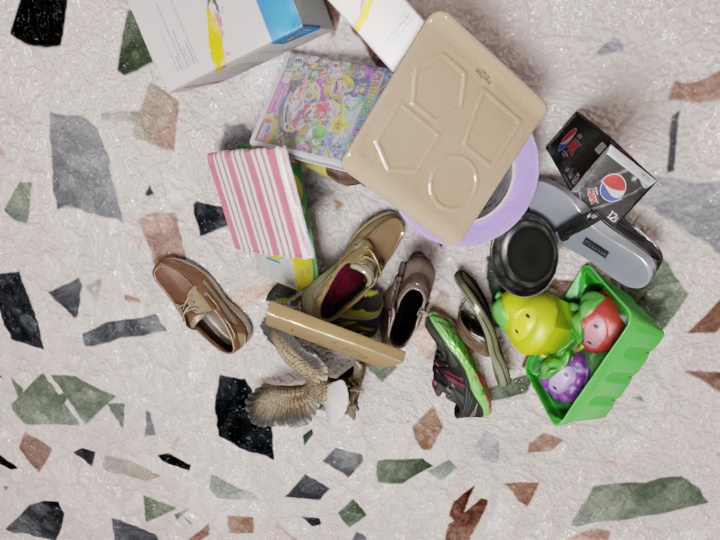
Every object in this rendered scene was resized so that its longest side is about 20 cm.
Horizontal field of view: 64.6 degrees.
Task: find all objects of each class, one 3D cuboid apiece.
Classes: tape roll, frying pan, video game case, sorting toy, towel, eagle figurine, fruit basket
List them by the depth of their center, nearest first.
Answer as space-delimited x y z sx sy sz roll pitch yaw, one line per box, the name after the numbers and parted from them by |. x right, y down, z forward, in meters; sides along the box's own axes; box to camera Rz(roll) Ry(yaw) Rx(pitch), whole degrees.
0.098 -0.158 0.668 0.182 0.037 0.202 31 102 -20 | sorting toy
-0.034 -0.204 0.734 0.195 0.018 0.147 17 76 20 | video game case
0.137 -0.142 0.768 0.193 0.085 0.206 5 115 10 | tape roll
-0.137 -0.095 0.781 0.197 0.030 0.151 9 120 47 | towel
0.248 -0.049 0.783 0.116 0.030 0.192 56 131 31 | frying pan
0.291 0.098 0.821 0.208 0.157 0.221 -4 121 -6 | fruit basket
-0.092 0.182 0.935 0.194 0.154 0.153 14 137 -2 | eagle figurine

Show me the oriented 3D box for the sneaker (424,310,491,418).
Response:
0.144 0.159 0.905 0.082 0.077 0.204 -21 107 16 | sneaker

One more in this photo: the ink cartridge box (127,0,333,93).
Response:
-0.160 -0.331 0.703 0.195 0.148 0.148 -17 107 18 | ink cartridge box

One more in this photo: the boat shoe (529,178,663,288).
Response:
0.318 -0.064 0.772 0.198 0.068 0.075 39 145 23 | boat shoe

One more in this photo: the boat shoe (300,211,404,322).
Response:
0.000 0.000 0.824 0.201 0.066 0.074 -49 116 -6 | boat shoe

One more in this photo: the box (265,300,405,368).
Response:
-0.044 0.096 0.824 0.195 0.164 0.022 22 77 -5 | box

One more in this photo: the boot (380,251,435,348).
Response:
0.061 0.069 0.841 0.068 0.147 0.205 13 116 3 | boot

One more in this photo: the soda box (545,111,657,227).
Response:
0.280 -0.129 0.681 0.070 0.201 0.064 33 117 -6 | soda box

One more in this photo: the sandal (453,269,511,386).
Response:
0.178 0.097 0.867 0.056 0.080 0.205 -18 110 13 | sandal

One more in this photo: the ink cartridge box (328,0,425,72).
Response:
0.025 -0.313 0.694 0.200 0.118 0.067 45 111 -10 | ink cartridge box

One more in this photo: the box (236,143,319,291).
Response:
-0.124 -0.083 0.835 0.116 0.048 0.206 19 126 46 | box

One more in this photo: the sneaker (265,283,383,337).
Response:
-0.059 0.069 0.905 0.194 0.075 0.087 8 129 16 | sneaker

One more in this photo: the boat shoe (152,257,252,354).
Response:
-0.264 0.059 0.940 0.199 0.072 0.076 41 115 -9 | boat shoe

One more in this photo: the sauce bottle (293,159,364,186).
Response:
-0.033 -0.153 0.762 0.198 0.064 0.066 33 121 28 | sauce bottle
